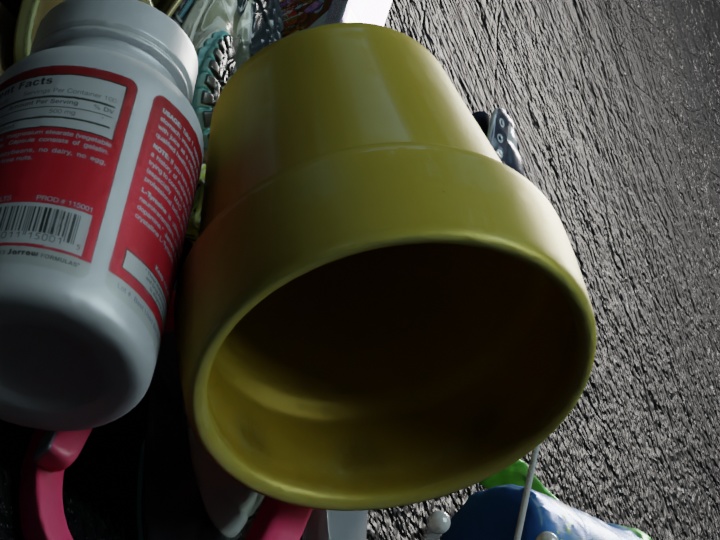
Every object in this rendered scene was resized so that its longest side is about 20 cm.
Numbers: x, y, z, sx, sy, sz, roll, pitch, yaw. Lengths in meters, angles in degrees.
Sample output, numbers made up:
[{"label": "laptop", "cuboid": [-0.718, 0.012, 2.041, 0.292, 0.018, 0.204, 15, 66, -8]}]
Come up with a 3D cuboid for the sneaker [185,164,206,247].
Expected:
[{"label": "sneaker", "cuboid": [-0.065, -0.018, 1.449, 0.076, 0.076, 0.200, 21, 12, -37]}]

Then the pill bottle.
[{"label": "pill bottle", "cuboid": [-0.137, -0.033, 1.244, 0.112, 0.112, 0.201, 52, 36, -40]}]

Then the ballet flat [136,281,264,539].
[{"label": "ballet flat", "cuboid": [-0.082, 0.085, 1.377, 0.073, 0.073, 0.201, 47, 31, -46]}]

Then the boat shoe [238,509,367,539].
[{"label": "boat shoe", "cuboid": [-0.034, 0.154, 1.390, 0.072, 0.065, 0.202, 11, 78, -70]}]

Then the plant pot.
[{"label": "plant pot", "cuboid": [0.000, -0.015, 1.285, 0.201, 0.200, 0.190, 48, 21, -45]}]

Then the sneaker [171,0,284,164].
[{"label": "sneaker", "cuboid": [-0.099, -0.135, 1.449, 0.201, 0.086, 0.078, -74, 155, -51]}]

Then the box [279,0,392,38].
[{"label": "box", "cuboid": [-0.047, -0.154, 1.588, 0.039, 0.136, 0.200, 60, 23, -23]}]

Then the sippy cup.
[{"label": "sippy cup", "cuboid": [0.119, 0.209, 1.710, 0.130, 0.177, 0.140, 38, 80, -38]}]

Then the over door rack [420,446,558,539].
[{"label": "over door rack", "cuboid": [0.039, 0.118, 1.477, 0.067, 0.147, 0.202, 154, -54, -69]}]

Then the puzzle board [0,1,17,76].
[{"label": "puzzle board", "cuboid": [-0.188, -0.073, 1.328, 0.200, 0.017, 0.152, 48, 31, -45]}]

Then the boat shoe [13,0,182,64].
[{"label": "boat shoe", "cuboid": [-0.117, -0.162, 1.387, 0.201, 0.063, 0.073, -57, 139, -35]}]

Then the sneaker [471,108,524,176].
[{"label": "sneaker", "cuboid": [0.066, -0.042, 1.591, 0.200, 0.070, 0.109, -14, 90, -78]}]

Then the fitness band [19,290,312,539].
[{"label": "fitness band", "cuboid": [-0.092, 0.100, 1.287, 0.144, 0.037, 0.201, 42, 46, -16]}]
